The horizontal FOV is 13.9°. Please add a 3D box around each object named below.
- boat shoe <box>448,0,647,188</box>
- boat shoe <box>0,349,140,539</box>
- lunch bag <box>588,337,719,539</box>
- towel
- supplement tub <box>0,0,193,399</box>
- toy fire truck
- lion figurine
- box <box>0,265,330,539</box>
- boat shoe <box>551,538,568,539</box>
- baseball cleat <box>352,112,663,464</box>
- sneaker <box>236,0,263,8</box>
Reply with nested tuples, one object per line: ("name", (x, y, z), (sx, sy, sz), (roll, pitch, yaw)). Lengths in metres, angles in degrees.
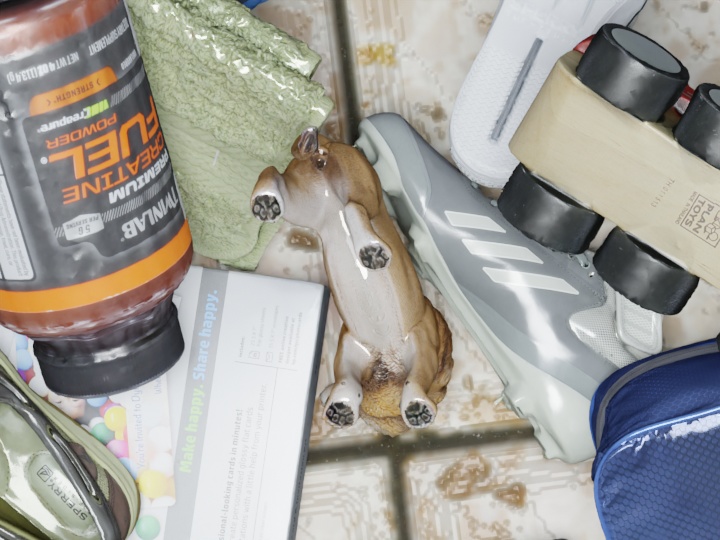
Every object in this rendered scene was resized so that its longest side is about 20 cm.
("boat shoe", (0.098, -0.132, 1.403), (0.072, 0.071, 0.200), (32, 91, 1))
("boat shoe", (-0.189, 0.071, 1.402), (0.201, 0.066, 0.072), (38, 95, -9))
("lunch bag", (0.190, 0.131, 1.387), (0.136, 0.132, 0.200), (-15, 103, 8))
("towel", (-0.112, -0.092, 1.435), (0.200, 0.148, 0.036), (33, 46, 8))
("supplement tub", (-0.140, -0.043, 1.381), (0.107, 0.107, 0.200), (-14, 114, 3))
("toy fire truck", (0.164, -0.032, 1.356), (0.176, 0.200, 0.129), (32, 112, 8))
("lion figurine", (0.000, 0.000, 1.390), (0.072, 0.123, 0.200), (-6, 117, 8))
("box", (-0.125, 0.069, 1.469), (0.200, 0.041, 0.156), (8, 87, 6))
("boat shoe", (0.015, 0.169, 1.444), (0.200, 0.073, 0.063), (-6, 74, 0))
("baseball cleat", (0.081, -0.006, 1.454), (0.106, 0.070, 0.200), (-32, 94, -6))
("sneaker", (-0.030, -0.165, 1.436), (0.078, 0.066, 0.200), (25, 124, -27))
